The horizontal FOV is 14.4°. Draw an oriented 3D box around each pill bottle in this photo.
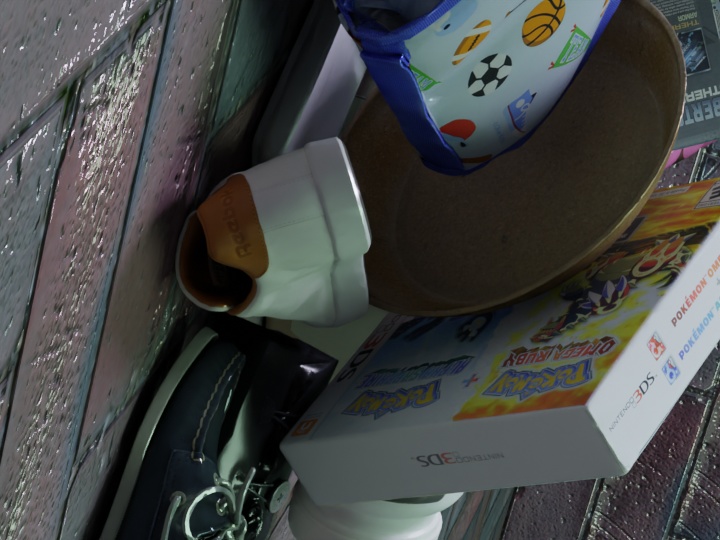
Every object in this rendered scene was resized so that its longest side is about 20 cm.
[{"bbox_3d":[0.022,0.077,1.722,0.116,0.116,0.200,-56,163,-62],"label":"pill bottle"}]

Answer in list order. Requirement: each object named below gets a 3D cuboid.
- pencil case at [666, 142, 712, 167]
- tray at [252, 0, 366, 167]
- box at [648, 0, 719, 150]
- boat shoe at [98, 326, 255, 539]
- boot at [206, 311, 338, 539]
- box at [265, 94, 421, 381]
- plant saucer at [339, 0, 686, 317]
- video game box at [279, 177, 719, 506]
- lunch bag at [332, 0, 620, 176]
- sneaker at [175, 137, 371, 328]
[{"bbox_3d":[0.123,-0.078,1.587,0.200,0.091,0.094,-26,-175,-22],"label":"pencil case"},{"bbox_3d":[-0.014,-0.107,1.388,0.107,0.022,0.200,95,16,-62],"label":"tray"},{"bbox_3d":[0.139,-0.138,1.472,0.051,0.199,0.158,-141,-144,-81],"label":"box"},{"bbox_3d":[-0.086,0.121,1.275,0.075,0.062,0.200,89,20,-62],"label":"boat shoe"},{"bbox_3d":[-0.063,0.128,1.421,0.165,0.065,0.201,30,75,-75],"label":"boot"},{"bbox_3d":[0.000,0.000,1.524,0.200,0.078,0.095,95,16,-59],"label":"box"},{"bbox_3d":[0.074,-0.051,1.372,0.035,0.200,0.201,49,53,-40],"label":"plant saucer"},{"bbox_3d":[0.083,0.033,1.350,0.047,0.200,0.182,56,49,-22],"label":"video game box"},{"bbox_3d":[0.057,-0.159,1.302,0.200,0.124,0.170,-66,159,-12],"label":"lunch bag"},{"bbox_3d":[-0.043,-0.012,1.270,0.200,0.084,0.073,88,-16,-77],"label":"sneaker"}]
